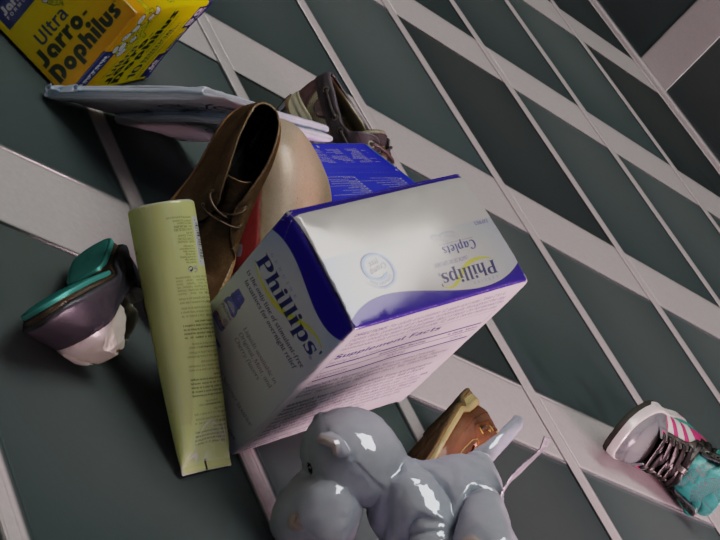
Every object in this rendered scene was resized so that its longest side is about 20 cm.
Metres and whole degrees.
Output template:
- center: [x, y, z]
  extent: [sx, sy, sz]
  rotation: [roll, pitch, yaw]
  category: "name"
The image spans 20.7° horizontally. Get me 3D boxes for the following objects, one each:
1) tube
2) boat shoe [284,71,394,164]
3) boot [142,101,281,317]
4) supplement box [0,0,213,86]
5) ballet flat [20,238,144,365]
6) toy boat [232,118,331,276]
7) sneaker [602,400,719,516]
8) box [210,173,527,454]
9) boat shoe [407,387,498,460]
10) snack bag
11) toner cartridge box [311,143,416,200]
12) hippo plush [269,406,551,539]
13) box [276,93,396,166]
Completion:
- center: [-0.132, 0.050, 1.455]
  extent: [0.058, 0.052, 0.201]
  rotation: [-10, 87, -25]
  category: "tube"
- center: [0.000, -0.118, 1.983]
  extent: [0.200, 0.065, 0.072]
  rotation: [54, 20, 24]
  category: "boat shoe"
- center: [-0.117, -0.045, 1.563]
  extent: [0.073, 0.201, 0.075]
  rotation: [25, -11, -10]
  category: "boot"
- center: [-0.240, -0.247, 1.847]
  extent: [0.110, 0.109, 0.200]
  rotation: [45, 19, 4]
  category: "supplement box"
- center: [-0.193, 0.029, 1.438]
  extent: [0.073, 0.073, 0.200]
  rotation: [42, 13, -6]
  category: "ballet flat"
- center: [-0.099, -0.030, 1.677]
  extent: [0.130, 0.130, 0.201]
  rotation: [40, 50, -69]
  category: "toy boat"
- center: [0.345, 0.212, 2.147]
  extent: [0.121, 0.084, 0.200]
  rotation: [43, 15, 26]
  category: "sneaker"
- center: [-0.010, 0.033, 1.502]
  extent: [0.183, 0.200, 0.105]
  rotation: [-15, 68, -41]
  category: "box"
- center: [0.088, 0.160, 1.732]
  extent: [0.068, 0.072, 0.200]
  rotation: [43, 16, 3]
  category: "boat shoe"
- center: [-0.153, -0.139, 1.766]
  extent: [0.188, 0.022, 0.200]
  rotation: [4, -5, 32]
  category: "snack bag"
- center: [-0.020, -0.076, 1.838]
  extent: [0.095, 0.043, 0.200]
  rotation: [40, 21, 22]
  category: "toner cartridge box"
- center: [0.027, 0.171, 1.432]
  extent: [0.160, 0.201, 0.159]
  rotation: [31, 0, -14]
  category: "hippo plush"
- center: [-0.007, -0.080, 2.069]
  extent: [0.157, 0.050, 0.200]
  rotation: [28, 25, -38]
  category: "box"
